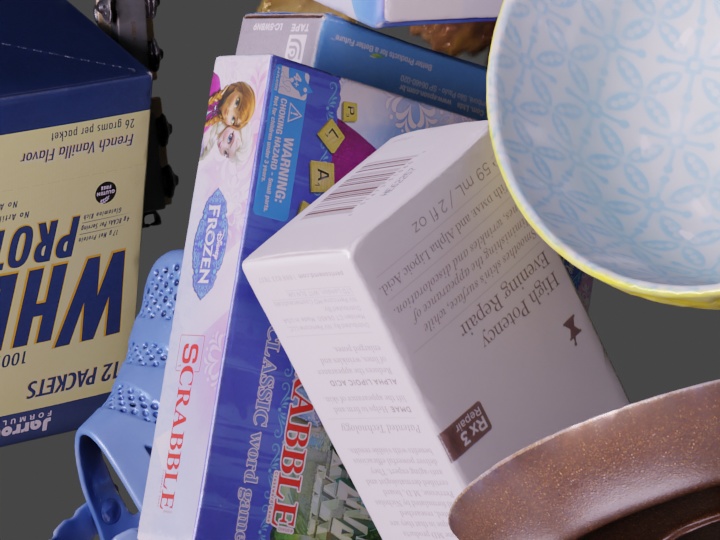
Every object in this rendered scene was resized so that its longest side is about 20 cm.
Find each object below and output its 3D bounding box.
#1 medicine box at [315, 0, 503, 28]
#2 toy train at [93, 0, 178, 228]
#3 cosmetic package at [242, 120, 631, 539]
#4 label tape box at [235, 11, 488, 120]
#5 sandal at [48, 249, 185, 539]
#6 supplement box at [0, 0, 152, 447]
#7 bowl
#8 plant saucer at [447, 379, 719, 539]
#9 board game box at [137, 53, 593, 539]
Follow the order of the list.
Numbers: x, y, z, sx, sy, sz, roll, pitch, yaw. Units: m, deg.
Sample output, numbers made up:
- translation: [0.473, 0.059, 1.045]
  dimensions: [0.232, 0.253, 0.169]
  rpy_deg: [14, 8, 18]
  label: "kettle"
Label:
- translation: [0.009, -0.218, 1.257]
  dimensions: [0.200, 0.103, 0.183]
  rpy_deg: [33, 125, 58]
  label: "medicine box"
- translation: [-0.121, -0.121, 1.456]
  dimensions: [0.046, 0.034, 0.201]
  rpy_deg: [-146, 49, -66]
  label: "toy train"
- translation: [0.045, 0.052, 1.142]
  dimensions: [0.074, 0.102, 0.200]
  rpy_deg: [-6, 119, 50]
  label: "cosmetic package"
- translation: [0.000, 0.000, 1.255]
  dimensions: [0.063, 0.144, 0.201]
  rpy_deg: [5, 83, 49]
  label: "label tape box"
- translation: [-0.101, 0.085, 1.392]
  dimensions: [0.079, 0.087, 0.201]
  rpy_deg: [-8, 71, 49]
  label: "sandal"
- translation: [-0.216, -0.041, 1.471]
  dimensions: [0.200, 0.134, 0.200]
  rpy_deg: [41, 134, 47]
  label: "supplement box"
- translation: [0.159, -0.067, 1.108]
  dimensions: [0.200, 0.108, 0.201]
  rpy_deg: [-11, 65, 25]
  label: "bowl"
- translation: [0.132, 0.083, 1.040]
  dimensions: [0.200, 0.200, 0.032]
  rpy_deg: [-32, 63, 39]
  label: "plant saucer"
- translation: [0.011, 0.029, 1.193]
  dimensions: [0.041, 0.199, 0.201]
  rpy_deg: [2, 81, 49]
  label: "board game box"
